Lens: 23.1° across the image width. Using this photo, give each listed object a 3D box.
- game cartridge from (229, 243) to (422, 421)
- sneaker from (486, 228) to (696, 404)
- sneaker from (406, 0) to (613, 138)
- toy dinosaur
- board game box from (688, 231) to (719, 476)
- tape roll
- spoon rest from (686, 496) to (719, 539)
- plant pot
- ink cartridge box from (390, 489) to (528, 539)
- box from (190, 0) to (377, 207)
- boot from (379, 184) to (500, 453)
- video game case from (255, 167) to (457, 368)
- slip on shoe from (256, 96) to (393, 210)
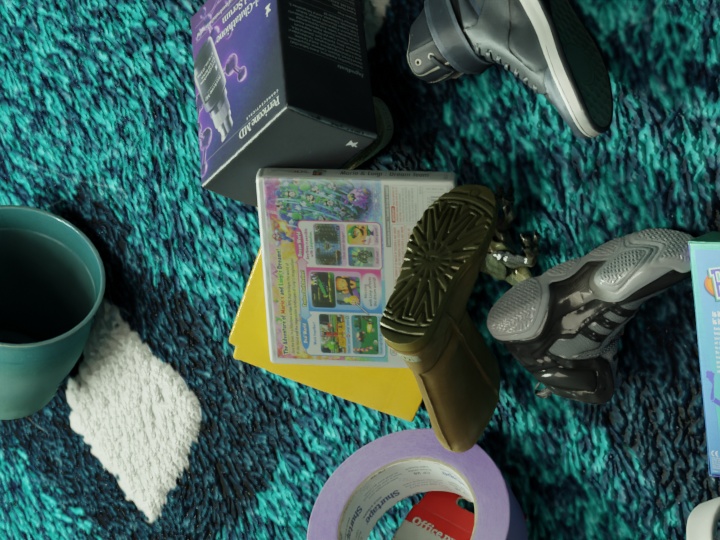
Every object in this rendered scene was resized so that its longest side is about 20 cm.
[{"bbox_3d":[-0.012,0.039,1.668,0.198,0.033,0.178,21,121,-3],"label":"game cartridge"},{"bbox_3d":[0.216,0.044,1.512,0.198,0.076,0.114,-23,111,24],"label":"sneaker"},{"bbox_3d":[0.124,-0.175,1.514,0.146,0.077,0.204,-35,69,31],"label":"sneaker"},{"bbox_3d":[0.130,-0.018,1.588,0.200,0.047,0.089,45,141,23],"label":"toy dinosaur"},{"bbox_3d":[0.346,0.071,1.416,0.151,0.045,0.203,3,105,42],"label":"board game box"},{"bbox_3d":[0.052,0.250,1.634,0.199,0.201,0.066,24,158,35],"label":"tape roll"},{"bbox_3d":[0.327,0.294,1.489,0.099,0.060,0.202,-30,81,43],"label":"spoon rest"},{"bbox_3d":[-0.398,0.064,2.004,0.200,0.199,0.189,45,143,23],"label":"plant pot"},{"bbox_3d":[0.072,0.305,1.674,0.115,0.201,0.067,24,157,35],"label":"ink cartridge box"},{"bbox_3d":[-0.074,-0.180,1.632,0.148,0.103,0.202,-39,47,41],"label":"box"},{"bbox_3d":[0.088,0.044,1.570,0.066,0.176,0.200,21,160,30],"label":"boot"},{"bbox_3d":[0.000,0.000,1.612,0.180,0.024,0.202,2,121,7],"label":"video game case"},{"bbox_3d":[-0.050,-0.104,1.714,0.199,0.060,0.077,-30,82,43],"label":"slip on shoe"}]
